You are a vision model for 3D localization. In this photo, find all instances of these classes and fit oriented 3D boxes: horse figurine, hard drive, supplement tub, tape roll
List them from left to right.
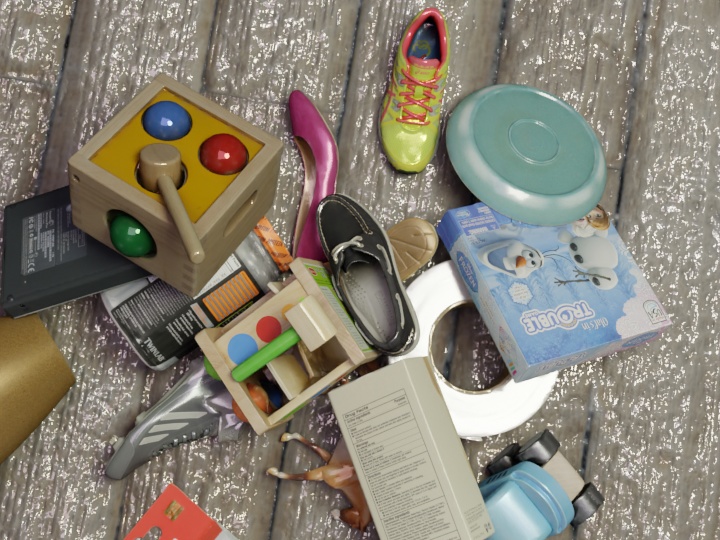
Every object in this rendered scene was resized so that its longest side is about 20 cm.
[{"bbox_3d":[-0.296,-0.039,1.118,0.198,0.033,0.141,-17,57,8],"label":"hard drive"},{"bbox_3d":[-0.180,0.010,1.145,0.199,0.123,0.123,-34,85,-5],"label":"supplement tub"},{"bbox_3d":[-0.018,0.184,1.164,0.131,0.050,0.202,22,86,7],"label":"horse figurine"},{"bbox_3d":[0.126,0.089,1.166,0.200,0.071,0.205,0,83,-1],"label":"tape roll"}]

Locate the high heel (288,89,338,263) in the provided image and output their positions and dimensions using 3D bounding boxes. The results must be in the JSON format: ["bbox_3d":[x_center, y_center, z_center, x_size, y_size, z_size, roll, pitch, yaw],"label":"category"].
[{"bbox_3d":[-0.068,-0.104,1.189,0.095,0.067,0.202,-22,97,-14],"label":"high heel"}]

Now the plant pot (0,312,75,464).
[{"bbox_3d":[-0.420,0.136,1.111,0.199,0.186,0.187,-31,84,-18],"label":"plant pot"}]

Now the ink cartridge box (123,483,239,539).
[{"bbox_3d":[-0.191,0.367,1.140,0.200,0.057,0.163,41,84,-1],"label":"ink cartridge box"}]

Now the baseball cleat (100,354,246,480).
[{"bbox_3d":[-0.196,0.178,1.151,0.106,0.070,0.200,42,85,4],"label":"baseball cleat"}]

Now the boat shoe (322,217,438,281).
[{"bbox_3d":[0.008,0.006,1.175,0.199,0.069,0.074,-29,85,17],"label":"boat shoe"}]

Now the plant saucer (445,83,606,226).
[{"bbox_3d":[0.196,-0.142,1.171,0.198,0.028,0.202,8,56,-12],"label":"plant saucer"}]

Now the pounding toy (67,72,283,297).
[{"bbox_3d":[-0.182,-0.080,1.014,0.183,0.143,0.201,30,54,9],"label":"pounding toy"}]

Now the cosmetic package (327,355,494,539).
[{"bbox_3d":[0.053,0.202,1.076,0.104,0.071,0.202,-24,78,24],"label":"cosmetic package"}]

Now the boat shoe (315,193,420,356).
[{"bbox_3d":[0.000,0.000,1.101,0.073,0.060,0.202,-27,72,14],"label":"boat shoe"}]

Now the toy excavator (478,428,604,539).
[{"bbox_3d":[0.140,0.287,1.120,0.199,0.194,0.100,-36,85,-33],"label":"toy excavator"}]

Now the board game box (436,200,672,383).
[{"bbox_3d":[0.212,0.006,1.124,0.198,0.043,0.201,-13,64,-26],"label":"board game box"}]

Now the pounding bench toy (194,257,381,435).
[{"bbox_3d":[-0.086,0.083,1.057,0.155,0.200,0.125,-36,83,6],"label":"pounding bench toy"}]

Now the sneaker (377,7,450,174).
[{"bbox_3d":[0.064,-0.214,1.191,0.077,0.090,0.203,6,85,-2],"label":"sneaker"}]
